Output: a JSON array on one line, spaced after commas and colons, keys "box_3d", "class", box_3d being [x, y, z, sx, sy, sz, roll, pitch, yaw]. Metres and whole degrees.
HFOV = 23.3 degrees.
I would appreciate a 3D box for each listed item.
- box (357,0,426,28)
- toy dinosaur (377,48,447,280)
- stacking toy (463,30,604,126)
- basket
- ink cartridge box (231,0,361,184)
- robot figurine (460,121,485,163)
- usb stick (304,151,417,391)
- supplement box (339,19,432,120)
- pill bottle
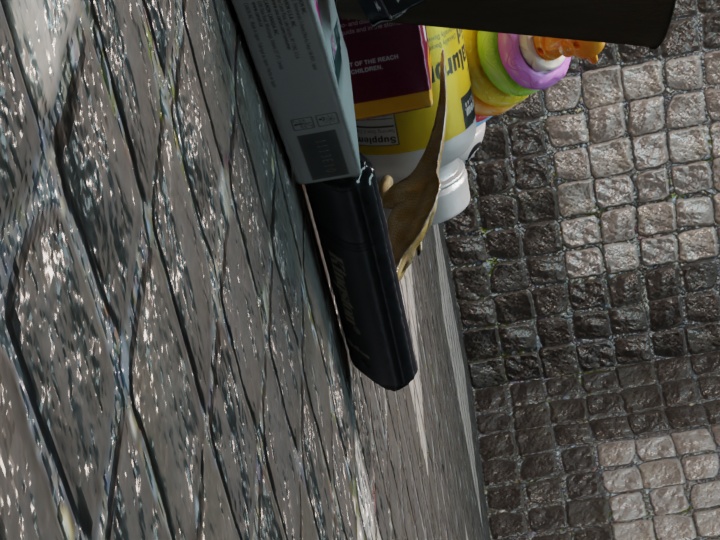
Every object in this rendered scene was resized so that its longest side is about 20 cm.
[{"box_3d": [0.023, -0.250, 0.913, 0.201, 0.140, 0.079, 62, -7, -7], "class": "box"}, {"box_3d": [0.037, -0.045, 1.230, 0.202, 0.058, 0.101, -71, -167, -18], "class": "toy dinosaur"}, {"box_3d": [0.120, -0.173, 1.347, 0.199, 0.109, 0.117, -4, -63, 56], "class": "stacking toy"}, {"box_3d": [0.080, -0.210, 1.035, 0.181, 0.197, 0.137, 88, -2, -46], "class": "basket"}, {"box_3d": [-0.040, -0.171, 0.960, 0.200, 0.043, 0.175, 72, 12, -63], "class": "ink cartridge box"}, {"box_3d": [0.053, -0.179, 1.514, 0.150, 0.124, 0.202, -27, 127, -41], "class": "robot figurine"}, {"box_3d": [0.000, 0.000, 1.095, 0.033, 0.055, 0.201, -44, 143, -26], "class": "usb stick"}, {"box_3d": [-0.009, -0.211, 1.153, 0.111, 0.085, 0.202, -86, 166, -68], "class": "supplement box"}, {"box_3d": [0.028, -0.139, 1.311, 0.112, 0.110, 0.202, -89, 170, -64], "class": "pill bottle"}]
